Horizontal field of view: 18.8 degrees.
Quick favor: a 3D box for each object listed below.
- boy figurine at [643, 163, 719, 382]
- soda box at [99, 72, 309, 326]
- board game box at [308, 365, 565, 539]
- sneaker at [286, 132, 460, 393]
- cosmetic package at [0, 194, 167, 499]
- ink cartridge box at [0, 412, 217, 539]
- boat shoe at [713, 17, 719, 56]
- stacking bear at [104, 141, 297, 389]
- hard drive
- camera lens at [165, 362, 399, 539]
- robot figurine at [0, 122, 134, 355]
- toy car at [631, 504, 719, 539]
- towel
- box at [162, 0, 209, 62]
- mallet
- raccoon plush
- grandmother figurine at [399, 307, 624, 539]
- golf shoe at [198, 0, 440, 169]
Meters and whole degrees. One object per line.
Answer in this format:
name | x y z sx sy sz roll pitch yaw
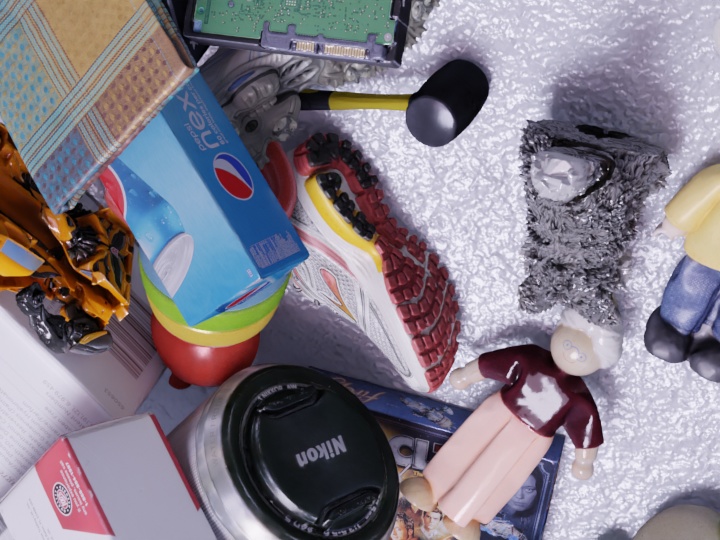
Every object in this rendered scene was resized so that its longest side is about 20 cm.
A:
boy figurine | 0.260 -0.021 1.436 0.124 0.064 0.201 26 128 5
soda box | -0.119 -0.071 1.350 0.068 0.064 0.201 -33 86 32
board game box | 0.043 0.160 1.631 0.199 0.035 0.136 15 123 10
sneaker | 0.000 0.000 1.535 0.082 0.078 0.201 -27 100 36
cosmetic package | -0.259 0.066 1.596 0.166 0.168 0.200 45 122 -10
ink cartridge box | -0.187 0.211 1.501 0.200 0.083 0.147 -44 68 44
boat shoe | 0.318 -0.153 1.335 0.199 0.062 0.075 0 136 29
stacking bear | -0.104 0.003 1.499 0.114 0.121 0.200 36 146 20
hard drive | -0.028 -0.233 1.360 0.139 0.038 0.201 7 87 14
camera lens | -0.080 0.172 1.557 0.160 0.160 0.200 41 134 -8
robot figurine | -0.225 -0.029 1.474 0.058 0.145 0.200 -32 129 28
toy car | 0.277 0.273 1.588 0.164 0.158 0.200 -24 139 32
towel | -0.185 -0.155 1.317 0.147 0.022 0.201 -43 68 31
box | -0.202 -0.234 1.425 0.197 0.123 0.201 -1 121 20
mallet | -0.015 -0.111 1.471 0.199 0.066 0.041 0 119 19
raccoon plush | 0.124 -0.022 1.408 0.096 0.200 0.135 19 104 27
grandmother figurine | 0.119 0.102 1.534 0.121 0.061 0.200 34 110 -5
golf shoe | -0.041 -0.156 1.429 0.200 0.097 0.078 -36 139 -6
